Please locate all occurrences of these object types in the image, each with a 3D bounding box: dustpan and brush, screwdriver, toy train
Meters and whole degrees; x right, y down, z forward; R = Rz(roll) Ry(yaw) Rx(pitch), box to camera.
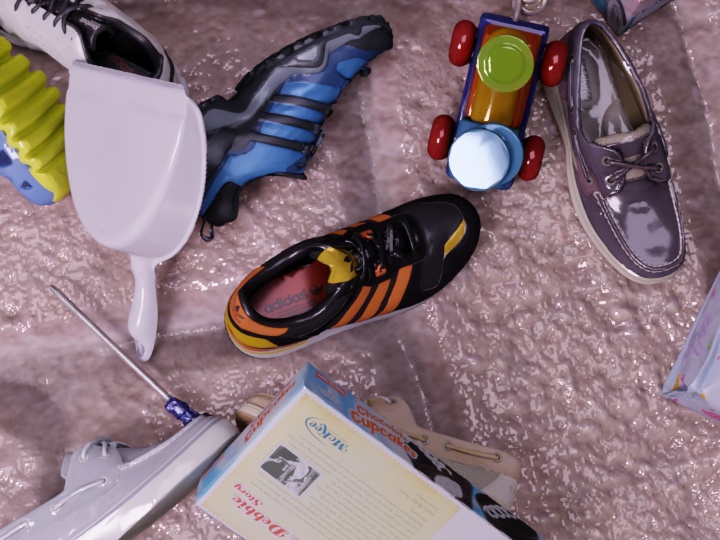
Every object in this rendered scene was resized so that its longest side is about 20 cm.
[{"bbox_3d":[-0.153,-0.033,0.985,0.057,0.140,0.200,1,103,-46],"label":"dustpan and brush"},{"bbox_3d":[-0.147,0.081,1.001,0.200,0.028,0.029,39,68,2],"label":"screwdriver"},{"bbox_3d":[0.102,-0.152,1.000,0.085,0.116,0.200,13,102,4],"label":"toy train"}]

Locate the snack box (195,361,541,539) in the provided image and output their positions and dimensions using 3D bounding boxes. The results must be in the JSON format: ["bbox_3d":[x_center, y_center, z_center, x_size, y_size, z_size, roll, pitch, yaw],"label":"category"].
[{"bbox_3d":[0.006,0.162,0.940,0.200,0.037,0.116,38,111,-13],"label":"snack box"}]

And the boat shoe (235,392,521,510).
[{"bbox_3d":[0.013,0.121,0.990,0.200,0.072,0.065,21,66,-1],"label":"boat shoe"}]

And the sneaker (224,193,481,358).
[{"bbox_3d":[0.000,0.000,1.001,0.200,0.090,0.070,-25,81,-9],"label":"sneaker"}]

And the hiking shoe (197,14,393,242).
[{"bbox_3d":[-0.053,-0.110,1.041,0.200,0.074,0.087,-34,102,-9],"label":"hiking shoe"}]

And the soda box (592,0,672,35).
[{"bbox_3d":[0.168,-0.282,1.089,0.064,0.068,0.200,-32,81,-10],"label":"soda box"}]

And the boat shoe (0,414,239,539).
[{"bbox_3d":[-0.175,0.149,0.957,0.201,0.070,0.072,-38,81,-1],"label":"boat shoe"}]

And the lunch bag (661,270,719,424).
[{"bbox_3d":[0.332,0.033,1.007,0.169,0.127,0.200,24,86,3],"label":"lunch bag"}]

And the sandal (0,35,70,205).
[{"bbox_3d":[-0.278,-0.125,1.024,0.087,0.079,0.200,-38,90,26],"label":"sandal"}]

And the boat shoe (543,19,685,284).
[{"bbox_3d":[0.187,-0.088,1.049,0.072,0.065,0.200,-15,79,-8],"label":"boat shoe"}]

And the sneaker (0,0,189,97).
[{"bbox_3d":[-0.206,-0.181,1.031,0.200,0.080,0.074,35,79,5],"label":"sneaker"}]
